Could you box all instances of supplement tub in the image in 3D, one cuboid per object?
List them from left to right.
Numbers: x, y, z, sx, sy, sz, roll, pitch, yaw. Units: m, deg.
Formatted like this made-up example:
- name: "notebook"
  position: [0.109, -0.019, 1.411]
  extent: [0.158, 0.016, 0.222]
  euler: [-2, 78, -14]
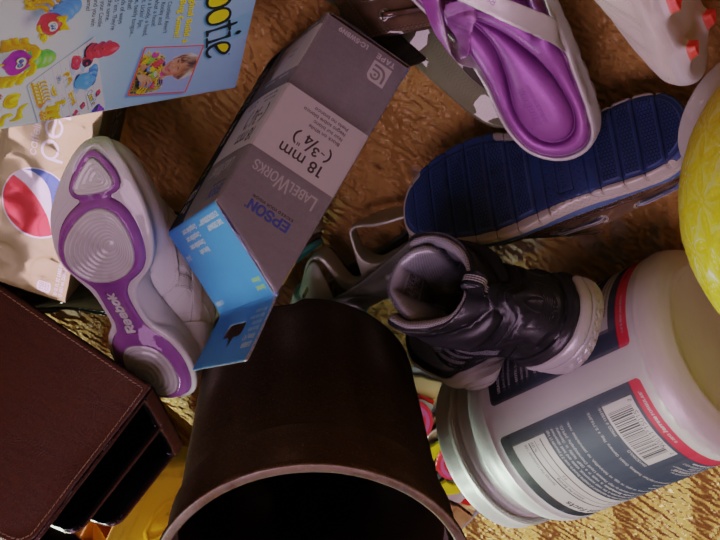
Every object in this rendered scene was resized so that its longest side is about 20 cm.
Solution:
- name: "supplement tub"
  position: [0.162, 0.084, 1.142]
  extent: [0.199, 0.141, 0.140]
  euler: [-29, 117, 39]

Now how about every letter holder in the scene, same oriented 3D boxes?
- name: "letter holder"
  position: [-0.248, 0.104, 1.168]
  extent: [0.199, 0.143, 0.101]
  euler: [31, 160, 21]

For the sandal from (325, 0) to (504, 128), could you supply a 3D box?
- name: "sandal"
  position: [0.032, -0.149, 1.031]
  extent: [0.200, 0.058, 0.080]
  euler: [35, 136, -14]

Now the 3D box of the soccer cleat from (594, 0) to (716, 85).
- name: "soccer cleat"
  position: [0.132, -0.188, 0.956]
  extent: [0.077, 0.069, 0.201]
  euler: [-15, 118, 38]

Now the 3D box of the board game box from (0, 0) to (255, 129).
- name: "board game box"
  position: [-0.172, -0.161, 0.993]
  extent: [0.198, 0.103, 0.105]
  euler: [-13, 144, -28]

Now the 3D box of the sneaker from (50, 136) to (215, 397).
- name: "sneaker"
  position: [-0.146, -0.013, 1.136]
  extent: [0.074, 0.100, 0.201]
  euler: [2, 131, 19]

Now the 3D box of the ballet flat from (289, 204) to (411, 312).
- name: "ballet flat"
  position: [0.000, 0.000, 1.187]
  extent: [0.199, 0.068, 0.064]
  euler: [-29, 106, 33]

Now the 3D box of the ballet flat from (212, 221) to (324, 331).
- name: "ballet flat"
  position: [-0.094, 0.002, 1.230]
  extent: [0.069, 0.070, 0.200]
  euler: [35, 132, -12]

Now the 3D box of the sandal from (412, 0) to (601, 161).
- name: "sandal"
  position: [0.076, -0.137, 0.973]
  extent: [0.082, 0.050, 0.203]
  euler: [-21, 121, 36]

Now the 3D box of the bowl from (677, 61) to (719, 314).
- name: "bowl"
  position: [0.244, -0.067, 0.971]
  extent: [0.108, 0.199, 0.201]
  euler: [41, 150, 40]

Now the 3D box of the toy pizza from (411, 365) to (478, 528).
- name: "toy pizza"
  position: [0.018, 0.156, 1.277]
  extent: [0.198, 0.032, 0.202]
  euler: [-9, 127, -12]

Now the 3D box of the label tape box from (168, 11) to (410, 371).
- name: "label tape box"
  position: [-0.062, -0.044, 1.035]
  extent: [0.063, 0.201, 0.144]
  euler: [32, 166, -12]

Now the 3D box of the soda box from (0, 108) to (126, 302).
- name: "soda box"
  position: [-0.198, -0.087, 1.133]
  extent: [0.067, 0.064, 0.202]
  euler: [18, 116, 4]

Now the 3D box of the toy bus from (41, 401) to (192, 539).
- name: "toy bus"
  position: [-0.202, 0.135, 1.333]
  extent: [0.199, 0.191, 0.137]
  euler: [37, 109, 29]

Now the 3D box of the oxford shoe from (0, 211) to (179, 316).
- name: "oxford shoe"
  position: [-0.207, -0.003, 1.234]
  extent: [0.198, 0.074, 0.084]
  euler: [-12, 169, 26]

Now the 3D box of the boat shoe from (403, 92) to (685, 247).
- name: "boat shoe"
  position: [0.124, -0.049, 1.074]
  extent: [0.198, 0.073, 0.072]
  euler: [-13, 156, 27]

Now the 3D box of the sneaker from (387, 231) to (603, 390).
- name: "sneaker"
  position: [0.057, 0.022, 1.079]
  extent: [0.113, 0.076, 0.200]
  euler: [21, 165, -25]

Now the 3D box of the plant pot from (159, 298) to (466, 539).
- name: "plant pot"
  position: [-0.035, 0.135, 1.114]
  extent: [0.198, 0.199, 0.202]
  euler: [-2, 126, -3]
